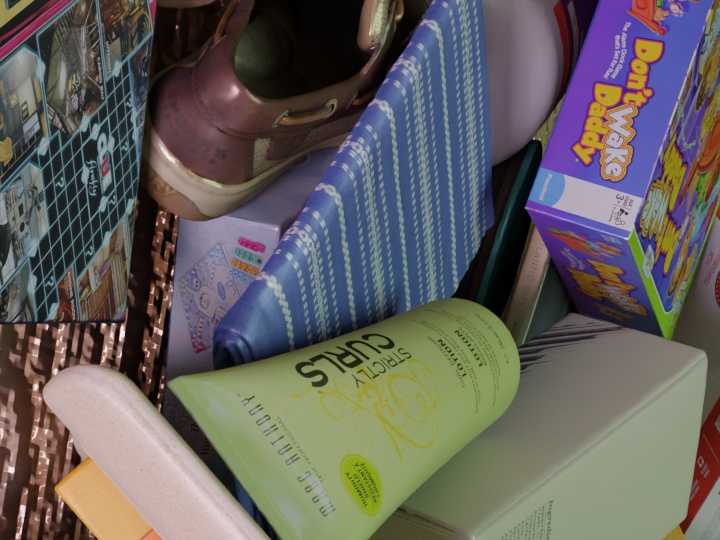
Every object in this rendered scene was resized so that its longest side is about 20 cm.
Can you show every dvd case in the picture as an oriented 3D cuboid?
[{"bbox_3d":[0.108,-0.050,1.091,0.149,0.016,0.201,10,97,-76],"label":"dvd case"}]

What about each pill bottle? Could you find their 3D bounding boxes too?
[{"bbox_3d":[0.060,-0.130,1.071,0.200,0.112,0.113,-52,140,-55],"label":"pill bottle"}]

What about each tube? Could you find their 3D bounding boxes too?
[{"bbox_3d":[0.002,0.049,0.781,0.200,0.058,0.052,-21,122,-67],"label":"tube"}]

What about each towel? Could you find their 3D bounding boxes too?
[{"bbox_3d":[0.000,0.000,0.860,0.145,0.024,0.200,84,29,-48],"label":"towel"}]

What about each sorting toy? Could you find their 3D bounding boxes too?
[{"bbox_3d":[-0.036,0.110,0.746,0.036,0.185,0.200,-41,179,-9],"label":"sorting toy"}]

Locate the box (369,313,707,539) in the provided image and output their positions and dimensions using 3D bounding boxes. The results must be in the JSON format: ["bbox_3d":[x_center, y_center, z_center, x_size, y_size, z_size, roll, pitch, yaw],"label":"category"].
[{"bbox_3d":[0.060,0.088,0.916,0.200,0.068,0.082,-27,128,-54],"label":"box"}]

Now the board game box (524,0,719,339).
[{"bbox_3d":[0.127,-0.056,1.027,0.200,0.045,0.135,49,61,-72],"label":"board game box"}]

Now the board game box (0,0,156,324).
[{"bbox_3d":[-0.111,-0.084,0.713,0.135,0.035,0.201,2,95,-61],"label":"board game box"}]

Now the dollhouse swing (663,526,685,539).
[{"bbox_3d":[0.068,0.231,1.162,0.200,0.175,0.182,114,-40,-61],"label":"dollhouse swing"}]

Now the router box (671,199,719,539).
[{"bbox_3d":[0.157,0.038,1.195,0.180,0.049,0.200,63,-35,38],"label":"router box"}]

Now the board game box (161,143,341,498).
[{"bbox_3d":[-0.021,0.030,0.941,0.200,0.043,0.200,-47,149,-59],"label":"board game box"}]

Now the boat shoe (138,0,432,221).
[{"bbox_3d":[-0.011,-0.087,0.845,0.072,0.072,0.200,48,38,2],"label":"boat shoe"}]

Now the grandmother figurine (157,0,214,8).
[{"bbox_3d":[-0.063,-0.200,0.821,0.121,0.060,0.201,-63,153,-58],"label":"grandmother figurine"}]

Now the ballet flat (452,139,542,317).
[{"bbox_3d":[0.038,0.028,1.093,0.068,0.068,0.201,-45,143,-64],"label":"ballet flat"}]
